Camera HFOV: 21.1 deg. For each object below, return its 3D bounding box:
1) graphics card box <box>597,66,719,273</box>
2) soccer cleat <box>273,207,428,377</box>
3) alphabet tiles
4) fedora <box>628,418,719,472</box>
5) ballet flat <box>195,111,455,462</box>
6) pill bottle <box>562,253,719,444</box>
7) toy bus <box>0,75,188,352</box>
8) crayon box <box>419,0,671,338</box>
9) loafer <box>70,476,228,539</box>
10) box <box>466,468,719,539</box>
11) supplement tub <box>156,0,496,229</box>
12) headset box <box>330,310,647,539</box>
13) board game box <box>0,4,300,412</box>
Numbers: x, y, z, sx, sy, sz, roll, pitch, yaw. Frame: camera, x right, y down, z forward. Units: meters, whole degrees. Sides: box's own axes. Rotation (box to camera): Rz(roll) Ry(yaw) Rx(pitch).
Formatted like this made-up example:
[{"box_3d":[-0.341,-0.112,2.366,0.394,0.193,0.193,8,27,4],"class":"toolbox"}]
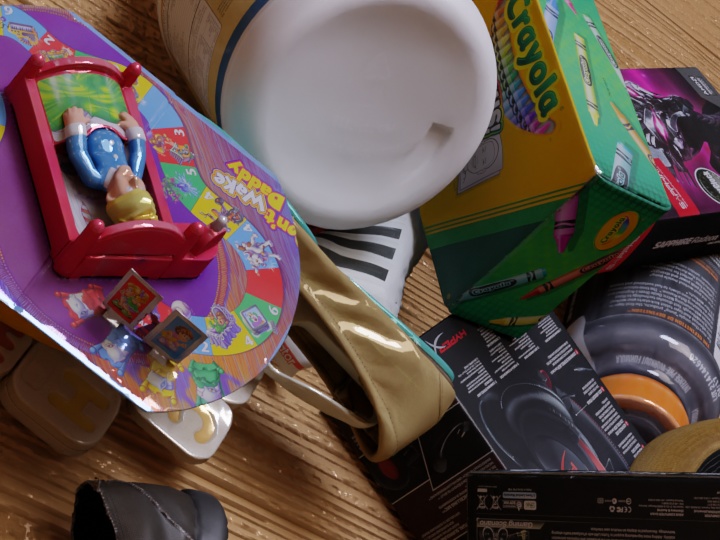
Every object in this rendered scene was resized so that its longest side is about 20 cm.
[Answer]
[{"box_3d":[0.178,-0.066,1.195,0.200,0.051,0.126,-6,52,-47],"class":"graphics card box"},{"box_3d":[0.000,0.000,1.055,0.200,0.069,0.085,-23,86,-55],"class":"soccer cleat"},{"box_3d":[-0.122,-0.007,0.902,0.196,0.015,0.200,41,42,-9],"class":"alphabet tiles"},{"box_3d":[0.223,0.156,1.011,0.200,0.082,0.201,8,30,-4],"class":"fedora"},{"box_3d":[-0.036,0.011,0.912,0.200,0.069,0.063,45,71,-10],"class":"ballet flat"},{"box_3d":[0.174,0.050,1.193,0.106,0.106,0.200,45,32,-14],"class":"pill bottle"},{"box_3d":[-0.177,-0.047,0.826,0.200,0.065,0.078,36,43,-12],"class":"toy bus"},{"box_3d":[0.085,-0.079,1.053,0.058,0.119,0.200,22,39,-35],"class":"crayon box"},{"box_3d":[-0.099,0.162,0.759,0.071,0.073,0.200,26,34,-22],"class":"loafer"},{"box_3d":[0.141,0.172,0.885,0.043,0.199,0.161,4,83,-51],"class":"box"},{"box_3d":[-0.026,-0.128,1.023,0.144,0.145,0.200,30,16,-33],"class":"supplement tub"},{"box_3d":[0.092,0.115,1.047,0.200,0.075,0.149,54,31,2],"class":"headset box"},{"box_3d":[-0.100,-0.041,0.805,0.200,0.039,0.158,39,43,-9],"class":"board game box"}]
